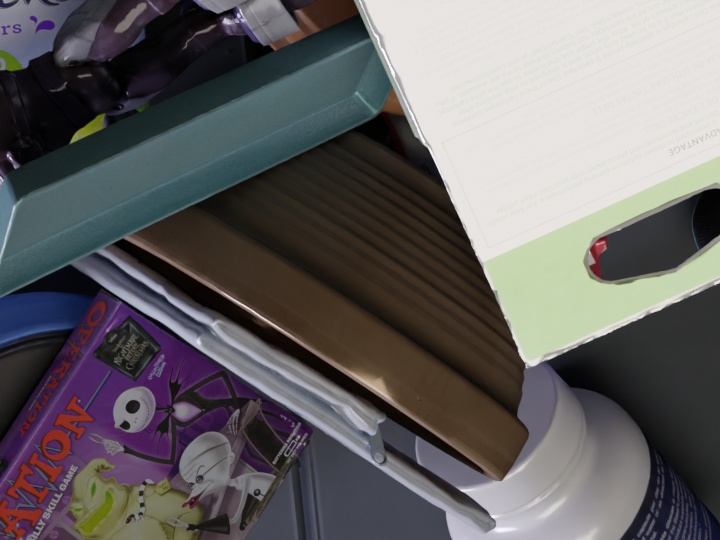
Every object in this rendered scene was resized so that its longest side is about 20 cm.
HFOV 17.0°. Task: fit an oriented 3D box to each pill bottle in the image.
[{"bbox_3d":[0.113,0.129,1.225,0.111,0.111,0.200,-32,130,12],"label":"pill bottle"}]

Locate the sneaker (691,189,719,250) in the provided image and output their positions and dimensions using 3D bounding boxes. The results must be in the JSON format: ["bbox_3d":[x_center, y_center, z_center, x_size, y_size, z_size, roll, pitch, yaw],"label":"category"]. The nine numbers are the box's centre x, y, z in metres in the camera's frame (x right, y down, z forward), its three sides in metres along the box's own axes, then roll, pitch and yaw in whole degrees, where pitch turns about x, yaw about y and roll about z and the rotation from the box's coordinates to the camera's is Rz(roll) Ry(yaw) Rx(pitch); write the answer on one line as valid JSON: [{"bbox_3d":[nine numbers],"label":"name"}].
[{"bbox_3d":[0.271,-0.048,1.153,0.140,0.078,0.200,26,127,-34],"label":"sneaker"}]

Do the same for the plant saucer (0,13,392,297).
[{"bbox_3d":[-0.061,-0.050,0.927,0.200,0.019,0.070,-27,159,-32],"label":"plant saucer"}]

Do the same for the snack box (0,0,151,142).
[{"bbox_3d":[-0.189,-0.108,0.971,0.200,0.068,0.169,-9,130,-12],"label":"snack box"}]

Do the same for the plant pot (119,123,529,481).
[{"bbox_3d":[0.000,0.000,1.030,0.201,0.201,0.093,35,86,-35],"label":"plant pot"}]

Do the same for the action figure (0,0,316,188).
[{"bbox_3d":[-0.103,-0.079,0.936,0.200,0.069,0.130,-33,140,8],"label":"action figure"}]

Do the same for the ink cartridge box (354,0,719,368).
[{"bbox_3d":[0.087,-0.082,0.926,0.145,0.048,0.200,-24,112,2],"label":"ink cartridge box"}]

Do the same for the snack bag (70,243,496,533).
[{"bbox_3d":[-0.043,0.043,1.072,0.200,0.189,0.021,36,85,-35],"label":"snack bag"}]

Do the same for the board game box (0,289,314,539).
[{"bbox_3d":[-0.119,0.123,1.044,0.120,0.032,0.200,35,85,-27],"label":"board game box"}]

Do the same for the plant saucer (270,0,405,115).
[{"bbox_3d":[0.037,-0.156,0.981,0.200,0.032,0.200,-2,114,-5],"label":"plant saucer"}]

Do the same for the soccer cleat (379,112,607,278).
[{"bbox_3d":[0.055,-0.043,1.104,0.076,0.067,0.200,-16,133,19],"label":"soccer cleat"}]

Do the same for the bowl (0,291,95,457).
[{"bbox_3d":[-0.142,0.110,1.066,0.200,0.039,0.201,-8,106,-28],"label":"bowl"}]
